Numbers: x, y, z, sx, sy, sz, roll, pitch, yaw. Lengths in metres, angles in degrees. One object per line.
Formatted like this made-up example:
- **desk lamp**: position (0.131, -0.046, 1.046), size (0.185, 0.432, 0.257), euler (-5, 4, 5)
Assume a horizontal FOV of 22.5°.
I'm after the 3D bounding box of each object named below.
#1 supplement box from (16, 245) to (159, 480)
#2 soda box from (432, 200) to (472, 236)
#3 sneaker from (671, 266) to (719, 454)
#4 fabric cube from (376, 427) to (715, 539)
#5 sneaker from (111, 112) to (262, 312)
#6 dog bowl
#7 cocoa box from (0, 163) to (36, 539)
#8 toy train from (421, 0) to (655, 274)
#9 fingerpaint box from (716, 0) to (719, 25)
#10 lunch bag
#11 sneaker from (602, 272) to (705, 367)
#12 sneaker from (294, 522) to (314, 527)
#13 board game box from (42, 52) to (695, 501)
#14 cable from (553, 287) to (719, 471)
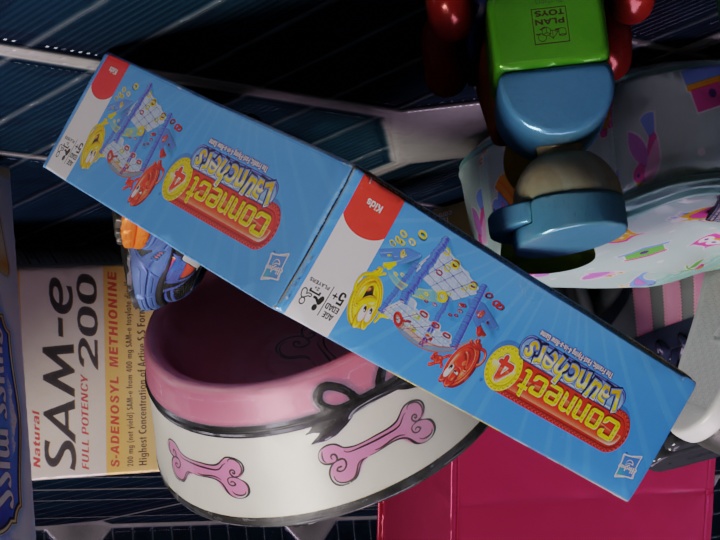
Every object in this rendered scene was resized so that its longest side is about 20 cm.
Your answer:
- **supplement box**: position (-0.146, 0.051, 1.055), size (0.199, 0.127, 0.074), euler (-3, -170, -15)
- **soda box**: position (0.131, -0.002, 1.113), size (0.068, 0.064, 0.200), euler (-15, 164, 38)
- **sneaker**: position (0.237, 0.030, 0.967), size (0.099, 0.200, 0.071), euler (35, 149, -15)
- **fabric cube**: position (0.132, 0.142, 1.343), size (0.198, 0.201, 0.196), euler (-2, -169, -16)
- **sneaker**: position (-0.080, -0.028, 0.878), size (0.078, 0.076, 0.200), euler (-8, 170, -6)
- **dog bowl**: position (-0.024, 0.040, 0.940), size (0.199, 0.074, 0.200), euler (-15, -150, 9)
- **cocoa box**: position (-0.244, 0.047, 0.839), size (0.133, 0.201, 0.131), euler (-12, 167, 26)
- **toy train**: position (0.071, -0.050, 0.731), size (0.084, 0.116, 0.200), euler (-5, 168, 0)
- **fingerpaint box**: position (0.240, -0.037, 0.747), size (0.199, 0.168, 0.073), euler (5, 165, -42)
- **lunch bag**: position (0.158, -0.043, 0.897), size (0.160, 0.077, 0.200), euler (2, 167, -30)
- **sneaker**: position (0.188, 0.033, 1.060), size (0.200, 0.082, 0.070), euler (-39, 143, -20)
- **sneaker**: position (-0.061, 0.081, 1.191), size (0.076, 0.200, 0.076), euler (-16, 140, -18)
- **board game box**: position (0.000, 0.000, 0.724), size (0.196, 0.056, 0.200), euler (30, 179, -37)
- **cable**: position (0.200, 0.022, 1.022), size (0.199, 0.164, 0.051), euler (-16, 165, -8)
